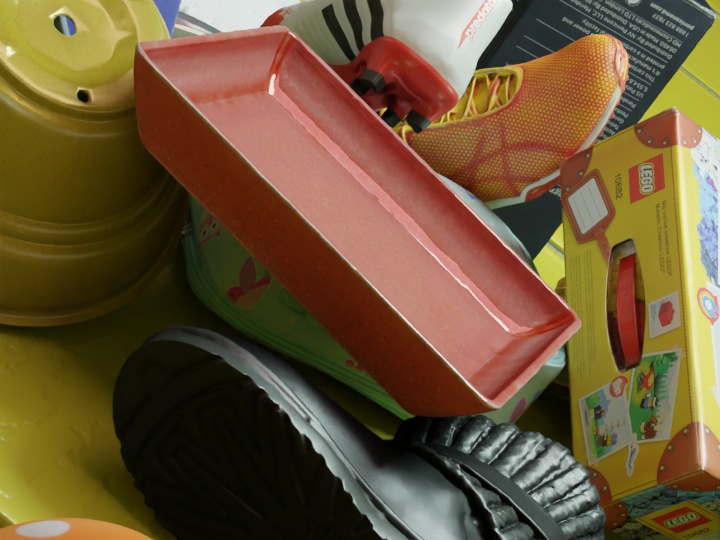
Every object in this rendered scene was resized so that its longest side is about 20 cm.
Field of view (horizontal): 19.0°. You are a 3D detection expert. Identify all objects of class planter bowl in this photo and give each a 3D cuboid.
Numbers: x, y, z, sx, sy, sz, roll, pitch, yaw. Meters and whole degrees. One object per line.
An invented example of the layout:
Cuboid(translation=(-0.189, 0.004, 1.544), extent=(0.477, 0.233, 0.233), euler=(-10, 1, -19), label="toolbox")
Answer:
Cuboid(translation=(-0.140, -0.083, 0.901), extent=(0.200, 0.083, 0.201), euler=(20, 52, -27), label="planter bowl")

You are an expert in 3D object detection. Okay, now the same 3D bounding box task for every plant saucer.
Cuboid(translation=(-0.003, -0.020, 0.918), extent=(0.200, 0.037, 0.200), euler=(46, 17, 5), label="plant saucer")

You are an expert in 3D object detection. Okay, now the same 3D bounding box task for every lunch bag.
Cuboid(translation=(0.000, 0.000, 1.054), extent=(0.200, 0.077, 0.161), euler=(27, 25, -23), label="lunch bag")

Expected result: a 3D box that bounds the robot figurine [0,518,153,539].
Cuboid(translation=(-0.071, 0.149, 0.585), extent=(0.144, 0.117, 0.200), euler=(-21, 50, -19), label="robot figurine")

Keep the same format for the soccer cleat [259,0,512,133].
Cuboid(translation=(0.009, -0.119, 1.105), extent=(0.069, 0.085, 0.200), euler=(45, -11, -22), label="soccer cleat")

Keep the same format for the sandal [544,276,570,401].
Cuboid(translation=(0.140, 0.022, 1.206), extent=(0.080, 0.054, 0.200), euler=(8, 26, 9), label="sandal")

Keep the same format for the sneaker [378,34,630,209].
Cuboid(translation=(0.055, -0.071, 1.137), extent=(0.077, 0.200, 0.073), euler=(36, 41, -32), label="sneaker")

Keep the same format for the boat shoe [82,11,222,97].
Cuboid(translation=(-0.132, -0.119, 1.112), extent=(0.200, 0.071, 0.063), euler=(17, 30, -29), label="boat shoe")

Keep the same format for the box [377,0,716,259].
Cuboid(translation=(0.097, -0.127, 1.291), extent=(0.107, 0.200, 0.149), euler=(26, 23, -23), label="box")

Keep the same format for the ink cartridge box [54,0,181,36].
Cuboid(translation=(-0.177, -0.197, 1.070), extent=(0.199, 0.047, 0.198), euler=(11, 45, -3), label="ink cartridge box")

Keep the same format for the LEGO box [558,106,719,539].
Cuboid(translation=(0.175, 0.045, 1.069), extent=(0.149, 0.077, 0.200), euler=(29, 48, -38), label="LEGO box")

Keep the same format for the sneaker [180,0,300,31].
Cuboid(translation=(-0.102, -0.149, 1.224), extent=(0.200, 0.075, 0.089), euler=(24, 36, -33), label="sneaker")

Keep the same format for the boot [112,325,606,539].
Cuboid(translation=(0.004, 0.083, 0.879), extent=(0.211, 0.079, 0.158), euler=(46, 28, -5), label="boot")
